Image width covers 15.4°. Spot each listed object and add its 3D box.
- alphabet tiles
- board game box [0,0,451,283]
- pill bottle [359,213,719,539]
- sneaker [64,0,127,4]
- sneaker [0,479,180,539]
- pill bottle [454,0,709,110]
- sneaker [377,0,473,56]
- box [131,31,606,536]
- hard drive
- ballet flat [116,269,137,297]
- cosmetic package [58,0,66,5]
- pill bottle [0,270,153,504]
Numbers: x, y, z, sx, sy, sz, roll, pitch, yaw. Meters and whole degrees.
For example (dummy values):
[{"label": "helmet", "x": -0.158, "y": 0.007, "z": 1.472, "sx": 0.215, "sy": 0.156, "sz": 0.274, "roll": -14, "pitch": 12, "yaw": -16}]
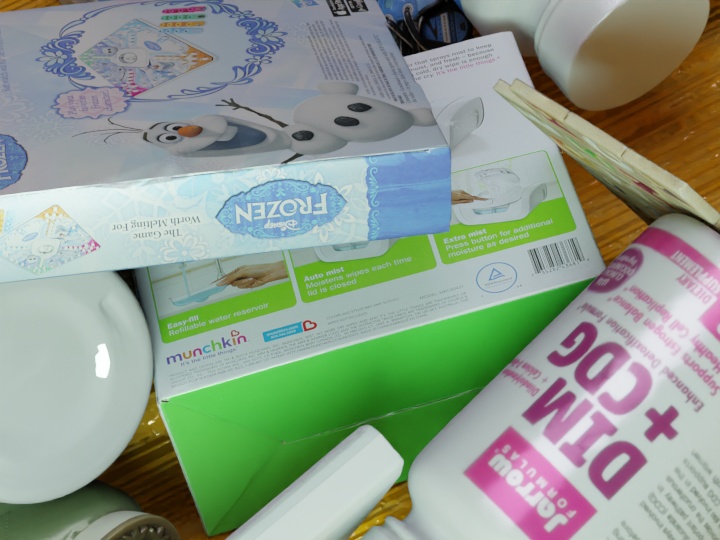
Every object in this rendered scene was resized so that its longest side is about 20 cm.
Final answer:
[{"label": "alphabet tiles", "x": 0.142, "y": -0.017, "z": 1.118, "sx": 0.167, "sy": 0.200, "sz": 0.008, "roll": 36, "pitch": 91, "yaw": 39}, {"label": "board game box", "x": -0.078, "y": -0.064, "z": 1.128, "sx": 0.197, "sy": 0.044, "sz": 0.200, "roll": -6, "pitch": 27, "yaw": -8}, {"label": "pill bottle", "x": 0.091, "y": 0.084, "z": 1.052, "sx": 0.200, "sy": 0.113, "sz": 0.113, "roll": -44, "pitch": 49, "yaw": -6}, {"label": "sneaker", "x": -0.067, "y": -0.113, "z": 1.250, "sx": 0.072, "sy": 0.200, "sz": 0.072, "roll": -61, "pitch": 18, "yaw": -22}, {"label": "sneaker", "x": -0.175, "y": 0.153, "z": 1.117, "sx": 0.200, "sy": 0.067, "sz": 0.090, "roll": -35, "pitch": 39, "yaw": -20}, {"label": "pill bottle", "x": 0.080, "y": -0.175, "z": 1.285, "sx": 0.112, "sy": 0.113, "sz": 0.200, "roll": -27, "pitch": 59, "yaw": -14}, {"label": "sneaker", "x": 0.012, "y": -0.132, "z": 1.346, "sx": 0.090, "sy": 0.079, "sz": 0.200, "roll": 27, "pitch": 59, "yaw": 28}, {"label": "box", "x": 0.000, "y": 0.000, "z": 1.198, "sx": 0.199, "sy": 0.097, "sz": 0.177, "roll": -16, "pitch": 43, "yaw": -2}, {"label": "hard drive", "x": -0.076, "y": 0.147, "z": 1.034, "sx": 0.200, "sy": 0.132, "sz": 0.027, "roll": -37, "pitch": 80, "yaw": -31}, {"label": "ballet flat", "x": -0.145, "y": -0.017, "z": 1.290, "sx": 0.067, "sy": 0.047, "sz": 0.201, "roll": -18, "pitch": 44, "yaw": -5}, {"label": "cosmetic package", "x": -0.070, "y": -0.196, "z": 1.430, "sx": 0.199, "sy": 0.081, "sz": 0.113, "roll": -25, "pitch": 45, "yaw": -12}, {"label": "pill bottle", "x": -0.178, "y": 0.030, "z": 1.170, "sx": 0.112, "sy": 0.113, "sz": 0.200, "roll": -34, "pitch": 21, "yaw": -20}]
